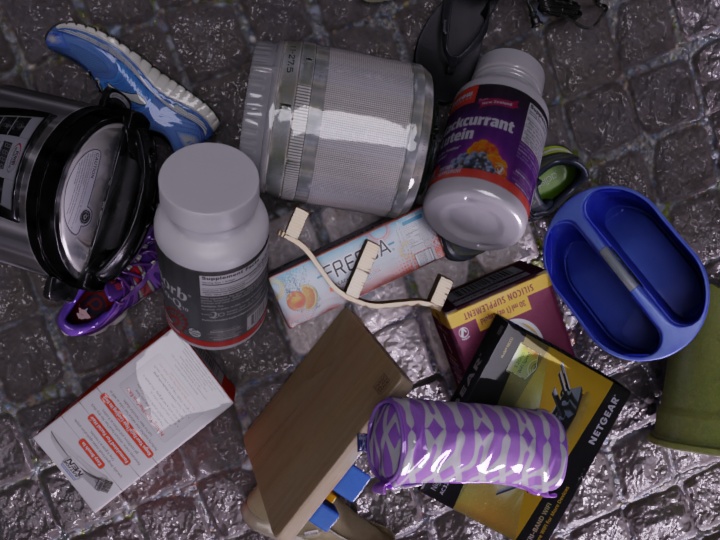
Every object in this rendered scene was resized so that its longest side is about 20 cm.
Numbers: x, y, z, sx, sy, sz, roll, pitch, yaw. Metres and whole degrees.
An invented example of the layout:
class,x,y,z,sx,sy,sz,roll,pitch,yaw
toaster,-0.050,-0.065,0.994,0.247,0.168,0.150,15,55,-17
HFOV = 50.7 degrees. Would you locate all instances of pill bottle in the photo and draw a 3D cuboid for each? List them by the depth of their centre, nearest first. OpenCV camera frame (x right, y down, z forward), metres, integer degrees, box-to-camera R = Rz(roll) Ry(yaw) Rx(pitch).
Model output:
class,x,y,z,sx,sy,sz,roll,pitch,yaw
pill bottle,-0.149,-0.021,0.771,0.113,0.118,0.202,2,139,-7
pill bottle,0.141,-0.135,0.817,0.109,0.112,0.204,23,63,-9

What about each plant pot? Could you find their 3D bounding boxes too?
class,x,y,z,sx,sy,sz,roll,pitch,yaw
plant pot,0.438,0.110,0.886,0.195,0.200,0.190,2,85,-7

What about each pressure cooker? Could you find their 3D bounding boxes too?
class,x,y,z,sx,sy,sz,roll,pitch,yaw
pressure cooker,-0.292,-0.083,0.748,0.196,0.180,0.179,15,129,16

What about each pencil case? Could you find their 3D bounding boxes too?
class,x,y,z,sx,sy,sz,roll,pitch,yaw
pencil case,0.100,0.168,0.716,0.195,0.084,0.088,7,69,-21

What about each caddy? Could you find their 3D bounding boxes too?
class,x,y,z,sx,sy,sz,roll,pitch,yaw
caddy,0.293,0.004,0.844,0.141,0.104,0.202,-41,67,17

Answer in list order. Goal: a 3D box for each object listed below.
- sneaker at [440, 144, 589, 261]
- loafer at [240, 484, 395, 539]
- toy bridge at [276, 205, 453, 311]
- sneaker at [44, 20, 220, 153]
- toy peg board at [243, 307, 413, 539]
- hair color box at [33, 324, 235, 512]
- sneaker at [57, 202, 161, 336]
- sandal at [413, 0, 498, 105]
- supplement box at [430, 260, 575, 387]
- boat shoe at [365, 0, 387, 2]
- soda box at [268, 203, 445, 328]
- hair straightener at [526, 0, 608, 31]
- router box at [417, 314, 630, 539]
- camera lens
class,x,y,z,sx,sy,sz,roll,pitch,yaw
sneaker,0.175,-0.079,0.873,0.198,0.081,0.075,-36,99,-1
loafer,-0.041,0.294,0.897,0.196,0.076,0.070,20,100,-8
toy bridge,0.000,0.000,0.819,0.196,0.027,0.069,24,93,-9
sneaker,-0.252,-0.187,0.813,0.198,0.079,0.090,34,90,-9
toy peg board,-0.017,0.177,0.834,0.097,0.199,0.201,38,92,-25
hair color box,-0.252,0.161,0.863,0.198,0.064,0.112,-37,100,-2
sneaker,-0.249,0.005,0.834,0.200,0.083,0.081,-45,100,-1
sandal,0.118,-0.289,0.860,0.075,0.043,0.204,23,94,-9
supplement box,0.175,0.109,0.885,0.128,0.103,0.204,-22,99,-4
boat shoe,0.074,-0.372,0.839,0.199,0.074,0.064,-34,63,8
soda box,-0.006,-0.008,0.867,0.196,0.068,0.065,-24,98,-3
hair straightener,0.199,-0.304,0.852,0.195,0.041,0.079,2,90,-25
router box,0.170,0.174,0.814,0.155,0.052,0.203,27,95,-7
camera lens,-0.023,-0.148,0.802,0.195,0.160,0.164,9,96,-7
